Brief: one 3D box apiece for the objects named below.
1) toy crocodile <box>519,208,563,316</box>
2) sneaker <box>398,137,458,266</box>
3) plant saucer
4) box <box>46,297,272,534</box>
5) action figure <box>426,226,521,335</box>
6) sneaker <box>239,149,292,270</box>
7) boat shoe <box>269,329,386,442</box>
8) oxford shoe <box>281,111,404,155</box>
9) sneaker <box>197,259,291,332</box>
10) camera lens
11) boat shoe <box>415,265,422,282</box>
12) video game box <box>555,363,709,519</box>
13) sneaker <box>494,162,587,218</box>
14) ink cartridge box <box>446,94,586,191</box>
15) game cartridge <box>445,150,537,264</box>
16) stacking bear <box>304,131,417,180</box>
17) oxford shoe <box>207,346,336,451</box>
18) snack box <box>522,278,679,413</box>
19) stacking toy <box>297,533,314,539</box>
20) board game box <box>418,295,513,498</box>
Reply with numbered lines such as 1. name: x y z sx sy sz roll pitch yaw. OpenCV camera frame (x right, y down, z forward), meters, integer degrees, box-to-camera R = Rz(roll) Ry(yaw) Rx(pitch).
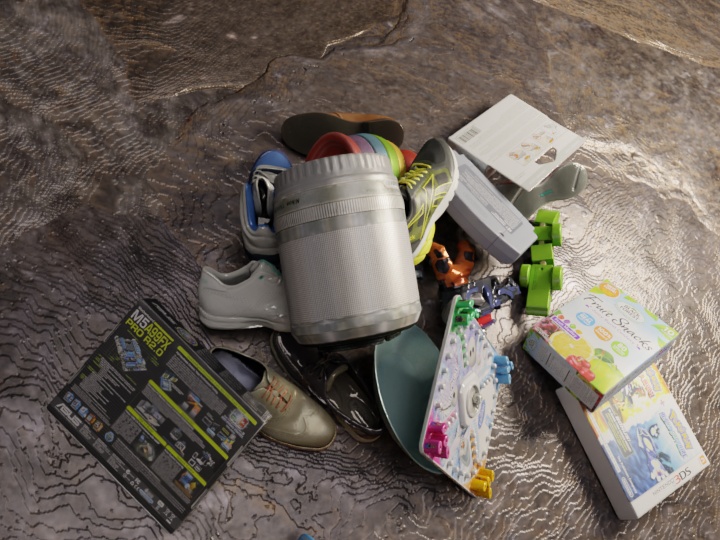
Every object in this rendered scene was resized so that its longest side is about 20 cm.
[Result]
1. toy crocodile: 0.304 -0.017 0.898 0.066 0.062 0.205 -2 62 26
2. sneaker: 0.080 -0.108 0.750 0.084 0.073 0.205 39 62 -46
3. plant saucer: 0.069 0.166 0.713 0.200 0.038 0.205 37 39 -37
4. box: -0.224 0.159 0.608 0.199 0.044 0.161 42 87 2
5. action figure: 0.161 0.022 0.830 0.197 0.103 0.200 2 71 -49
6. sneaker: -0.120 -0.107 0.730 0.078 0.147 0.206 5 68 -7
7. boat shoe: -0.038 0.140 0.705 0.072 0.065 0.200 -40 84 -27
8. oxford shoe: -0.031 -0.223 0.872 0.193 0.073 0.072 1 29 -10
9. sneaker: -0.111 0.025 0.697 0.193 0.091 0.076 -3 31 -15
10. camera lens: -0.017 -0.017 0.633 0.155 0.159 0.207 -9 89 -22
11. boat shoe: 0.000 0.000 0.774 0.196 0.071 0.093 -18 73 -26
12. video game box: 0.423 0.244 0.834 0.178 0.047 0.204 -17 74 -27
13. sneaker: 0.290 -0.135 0.939 0.195 0.080 0.072 -18 106 -6
14. ink cartridge box: 0.272 -0.217 0.947 0.199 0.044 0.173 -37 65 -28
15. game cartridge: 0.185 -0.101 0.842 0.201 0.041 0.132 49 34 11
16. stacking bear: 0.023 -0.144 0.809 0.120 0.117 0.197 32 27 34
17. oxford shoe: -0.113 0.161 0.665 0.196 0.074 0.072 29 61 -5
18. snack box: 0.373 0.109 0.839 0.196 0.054 0.143 -24 52 -26
19. stacking toy: 0.011 0.379 0.611 0.195 0.109 0.120 17 78 -24
20. board game box: 0.149 0.171 0.708 0.200 0.025 0.204 49 51 -44
